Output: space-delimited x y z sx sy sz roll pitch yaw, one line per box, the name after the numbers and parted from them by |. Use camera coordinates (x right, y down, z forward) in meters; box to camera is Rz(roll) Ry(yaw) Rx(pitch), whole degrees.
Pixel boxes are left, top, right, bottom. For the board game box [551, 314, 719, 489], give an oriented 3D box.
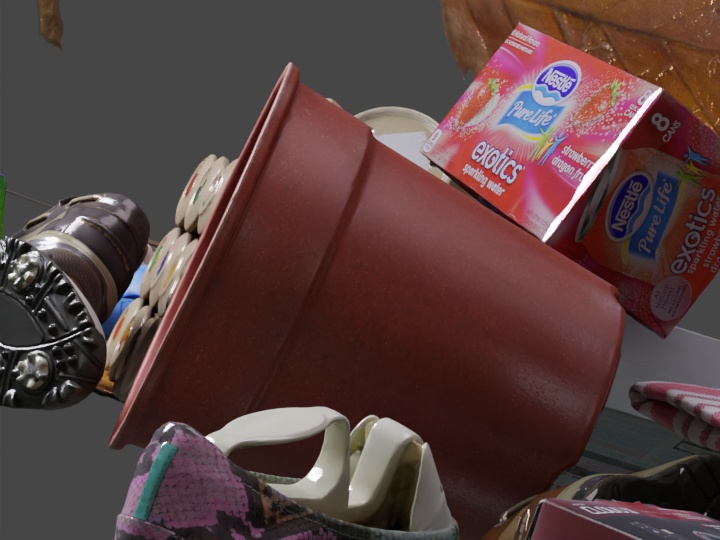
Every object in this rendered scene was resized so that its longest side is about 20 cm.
0.133 0.088 1.088 0.147 0.065 0.200 18 -24 -6 | board game box

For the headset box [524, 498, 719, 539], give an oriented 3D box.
0.146 0.139 0.630 0.199 0.076 0.148 19 2 31 | headset box

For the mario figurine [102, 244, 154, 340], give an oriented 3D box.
-0.138 0.006 1.272 0.199 0.106 0.124 4 47 -51 | mario figurine

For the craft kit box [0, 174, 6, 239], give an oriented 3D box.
-0.333 -0.044 1.024 0.199 0.049 0.197 -3 -12 31 | craft kit box

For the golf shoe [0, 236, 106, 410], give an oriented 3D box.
-0.177 0.025 0.955 0.088 0.078 0.199 26 -4 -43 | golf shoe

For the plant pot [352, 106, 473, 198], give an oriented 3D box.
0.026 -0.023 1.350 0.186 0.188 0.200 18 -29 15 | plant pot

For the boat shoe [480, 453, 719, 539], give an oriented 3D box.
0.120 0.123 0.839 0.073 0.076 0.199 -15 -17 34 | boat shoe

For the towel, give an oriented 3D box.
0.238 0.099 0.903 0.145 0.030 0.200 12 8 -31 | towel

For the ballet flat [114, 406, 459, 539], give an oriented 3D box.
-0.012 0.087 0.693 0.069 0.072 0.199 18 1 36 | ballet flat

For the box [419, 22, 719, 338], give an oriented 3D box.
0.124 -0.055 1.020 0.095 0.100 0.200 37 4 -24 | box

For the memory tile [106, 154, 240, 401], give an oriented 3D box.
-0.107 0.002 1.083 0.017 0.154 0.200 27 -2 -13 | memory tile

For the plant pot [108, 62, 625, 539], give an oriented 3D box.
0.009 0.033 0.895 0.194 0.202 0.201 25 1 -6 | plant pot

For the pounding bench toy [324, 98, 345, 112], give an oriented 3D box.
0.000 0.000 1.066 0.155 0.125 0.200 24 -34 -12 | pounding bench toy

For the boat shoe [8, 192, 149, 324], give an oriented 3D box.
-0.167 0.001 1.063 0.075 0.073 0.200 52 -25 -14 | boat shoe
